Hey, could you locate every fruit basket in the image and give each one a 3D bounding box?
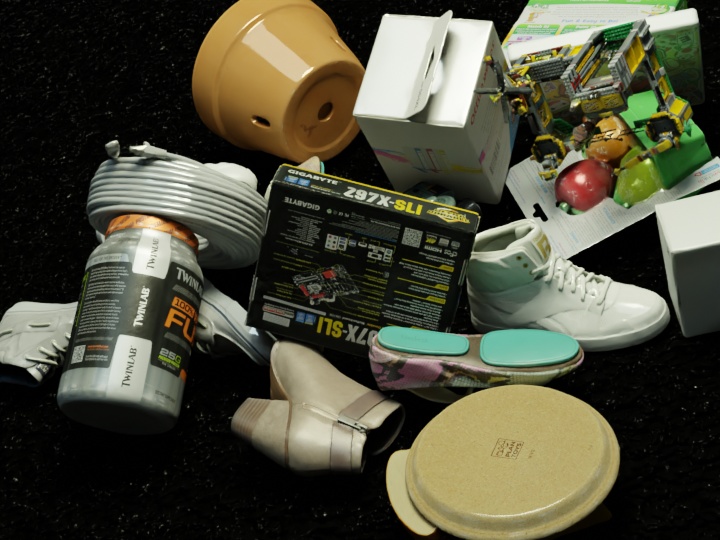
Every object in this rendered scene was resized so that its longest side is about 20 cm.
[{"bbox_3d":[0.266,-0.099,1.521,0.200,0.094,0.186,-33,36,7],"label":"fruit basket"}]

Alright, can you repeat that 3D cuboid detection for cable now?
[{"bbox_3d":[-0.191,-0.059,1.526,0.199,0.200,0.070,16,73,-12],"label":"cable"}]

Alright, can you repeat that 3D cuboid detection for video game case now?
[{"bbox_3d":[0.273,-0.213,1.573,0.199,0.182,0.023,-10,67,12],"label":"video game case"}]

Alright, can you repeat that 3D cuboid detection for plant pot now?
[{"bbox_3d":[-0.080,-0.218,1.718,0.200,0.201,0.140,-36,50,-21],"label":"plant pot"}]

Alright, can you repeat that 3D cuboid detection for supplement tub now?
[{"bbox_3d":[-0.226,0.054,1.440,0.122,0.123,0.201,-1,66,22],"label":"supplement tub"}]

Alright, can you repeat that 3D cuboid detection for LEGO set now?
[{"bbox_3d":[0.218,-0.154,1.413,0.199,0.154,0.116,0,34,32],"label":"LEGO set"}]

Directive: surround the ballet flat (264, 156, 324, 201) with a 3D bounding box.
[{"bbox_3d":[-0.074,-0.071,1.615,0.067,0.068,0.200,11,34,-11],"label":"ballet flat"}]

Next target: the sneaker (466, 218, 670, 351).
[{"bbox_3d":[0.191,0.011,1.375,0.199,0.116,0.074,2,40,23],"label":"sneaker"}]

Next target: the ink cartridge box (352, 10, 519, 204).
[{"bbox_3d":[0.084,-0.177,1.528,0.125,0.200,0.129,7,68,21],"label":"ink cartridge box"}]

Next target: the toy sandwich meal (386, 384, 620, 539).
[{"bbox_3d":[0.125,0.181,1.236,0.204,0.071,0.206,-9,36,6],"label":"toy sandwich meal"}]

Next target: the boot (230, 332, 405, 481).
[{"bbox_3d":[-0.026,0.122,1.379,0.145,0.071,0.200,11,44,22],"label":"boot"}]

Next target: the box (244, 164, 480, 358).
[{"bbox_3d":[0.000,0.000,1.375,0.199,0.160,0.049,14,28,4],"label":"box"}]

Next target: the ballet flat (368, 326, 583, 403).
[{"bbox_3d":[0.107,0.092,1.338,0.199,0.072,0.069,1,29,9],"label":"ballet flat"}]

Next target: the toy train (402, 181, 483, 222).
[{"bbox_3d":[0.033,-0.020,1.514,0.200,0.085,0.114,-34,26,-14],"label":"toy train"}]

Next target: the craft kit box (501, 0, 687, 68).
[{"bbox_3d":[0.275,-0.277,1.754,0.199,0.049,0.198,6,47,29],"label":"craft kit box"}]

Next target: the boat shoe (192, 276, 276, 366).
[{"bbox_3d":[-0.146,0.064,1.504,0.067,0.074,0.200,-49,37,-5],"label":"boat shoe"}]

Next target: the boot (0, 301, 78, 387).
[{"bbox_3d":[-0.319,0.085,1.548,0.199,0.074,0.096,-5,45,31],"label":"boot"}]

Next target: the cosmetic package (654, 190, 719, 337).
[{"bbox_3d":[0.383,-0.020,1.334,0.199,0.113,0.081,-10,38,8],"label":"cosmetic package"}]

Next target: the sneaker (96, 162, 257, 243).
[{"bbox_3d":[-0.204,-0.050,1.664,0.199,0.078,0.100,-27,45,2],"label":"sneaker"}]
